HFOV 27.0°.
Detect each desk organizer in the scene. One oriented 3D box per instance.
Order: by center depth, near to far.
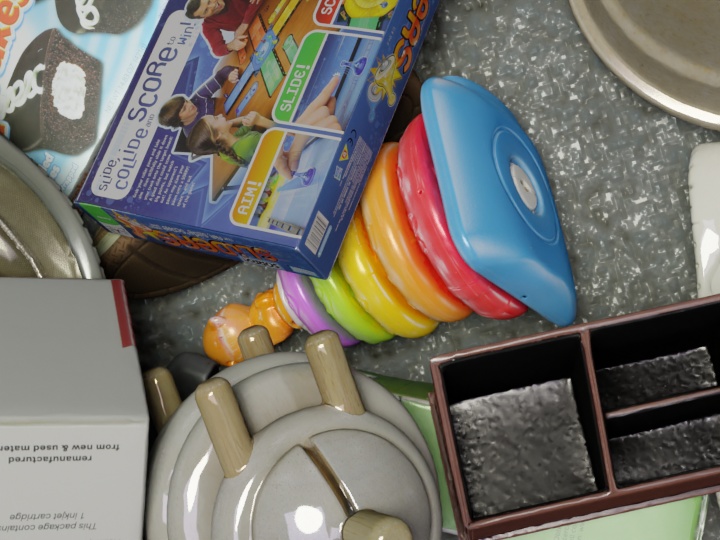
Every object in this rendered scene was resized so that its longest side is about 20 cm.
[{"bbox_3d":[0.131,0.057,0.636,0.198,0.077,0.072,-13,72,1],"label":"desk organizer"}]

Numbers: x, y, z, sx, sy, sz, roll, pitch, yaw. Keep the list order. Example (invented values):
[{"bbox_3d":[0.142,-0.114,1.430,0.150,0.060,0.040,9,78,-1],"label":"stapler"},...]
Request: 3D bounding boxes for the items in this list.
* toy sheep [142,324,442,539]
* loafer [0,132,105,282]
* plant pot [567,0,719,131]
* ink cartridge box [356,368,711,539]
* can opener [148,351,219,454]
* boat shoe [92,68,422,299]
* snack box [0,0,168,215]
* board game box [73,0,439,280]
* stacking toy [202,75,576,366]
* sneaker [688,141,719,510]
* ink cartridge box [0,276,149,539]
[{"bbox_3d":[-0.029,0.095,0.622,0.136,0.200,0.140,0,91,-18],"label":"toy sheep"},{"bbox_3d":[-0.197,-0.034,0.743,0.069,0.075,0.200,-37,74,-21],"label":"loafer"},{"bbox_3d":[0.184,-0.181,0.653,0.198,0.184,0.203,-2,80,9],"label":"plant pot"},{"bbox_3d":[0.065,0.095,0.732,0.198,0.104,0.060,12,92,9],"label":"ink cartridge box"},{"bbox_3d":[-0.098,0.142,0.786,0.066,0.053,0.202,19,96,10],"label":"can opener"},{"bbox_3d":[-0.061,-0.062,0.777,0.199,0.072,0.077,-32,60,9],"label":"boat shoe"},{"bbox_3d":[-0.179,-0.099,0.802,0.115,0.037,0.201,31,95,8],"label":"snack box"},{"bbox_3d":[-0.041,-0.103,0.724,0.134,0.034,0.202,12,71,31],"label":"board game box"},{"bbox_3d":[0.000,0.000,0.754,0.199,0.116,0.111,-27,57,26],"label":"stacking toy"},{"bbox_3d":[0.221,0.034,0.719,0.110,0.077,0.203,-5,83,19],"label":"sneaker"},{"bbox_3d":[-0.144,0.122,0.663,0.083,0.145,0.202,2,112,-14],"label":"ink cartridge box"}]
